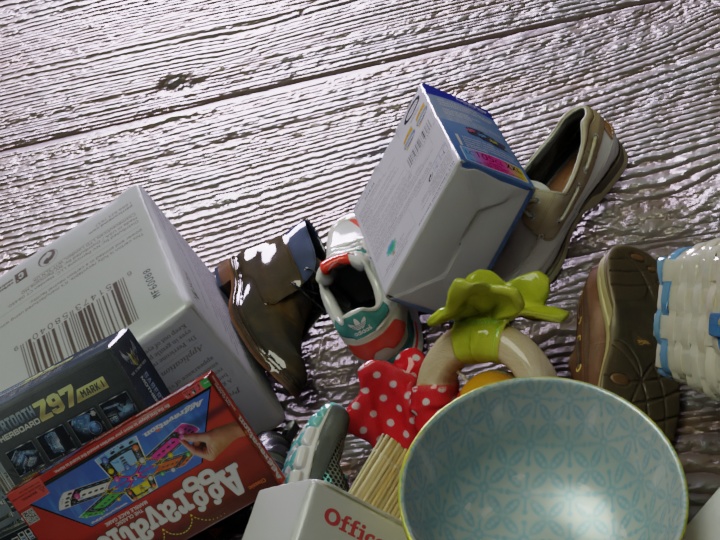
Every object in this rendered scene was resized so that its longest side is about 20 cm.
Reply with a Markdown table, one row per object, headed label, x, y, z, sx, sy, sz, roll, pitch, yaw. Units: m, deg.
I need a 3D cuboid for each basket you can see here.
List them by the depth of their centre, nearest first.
| label | x | y | z | sx | sy | sz | roll | pitch | yaw |
| --- | --- | --- | --- | --- | --- | --- | --- | --- | --- |
| basket | 0.317 | 0.035 | 1.433 | 0.200 | 0.176 | 0.140 | -5 | 86 | 56 |

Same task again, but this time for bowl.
| label | x | y | z | sx | sy | sz | roll | pitch | yaw |
| --- | --- | --- | --- | --- | --- | --- | --- | --- | --- |
| bowl | 0.127 | 0.184 | 1.455 | 0.199 | 0.108 | 0.201 | -1 | 51 | 2 |

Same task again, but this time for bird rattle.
| label | x | y | z | sx | sy | sz | roll | pitch | yaw |
| --- | --- | --- | --- | --- | --- | --- | --- | --- | --- |
| bird rattle | 0.081 | 0.096 | 1.588 | 0.163 | 0.113 | 0.200 | 50 | 115 | 25 |

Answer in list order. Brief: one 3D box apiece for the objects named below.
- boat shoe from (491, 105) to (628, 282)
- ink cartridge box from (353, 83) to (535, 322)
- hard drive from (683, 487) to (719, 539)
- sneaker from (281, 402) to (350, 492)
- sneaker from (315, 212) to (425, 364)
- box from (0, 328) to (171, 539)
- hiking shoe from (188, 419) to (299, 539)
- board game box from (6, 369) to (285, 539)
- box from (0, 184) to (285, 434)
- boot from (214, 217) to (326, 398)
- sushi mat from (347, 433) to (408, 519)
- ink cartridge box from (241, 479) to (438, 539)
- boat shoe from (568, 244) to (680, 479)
| label | x | y | z | sx | sy | sz | roll | pitch | yaw |
| --- | --- | --- | --- | --- | --- | --- | --- | --- | --- |
| boat shoe | 0.146 | -0.051 | 1.725 | 0.075 | 0.068 | 0.200 | 17 | 64 | 42 |
| ink cartridge box | 0.064 | -0.066 | 1.736 | 0.137 | 0.076 | 0.200 | -61 | 23 | 19 |
| hard drive | 0.277 | 0.202 | 1.415 | 0.200 | 0.027 | 0.132 | -47 | 40 | -11 |
| sneaker | -0.025 | 0.202 | 1.587 | 0.078 | 0.091 | 0.201 | 124 | 160 | -68 |
| sneaker | 0.000 | 0.000 | 1.764 | 0.070 | 0.093 | 0.200 | -27 | 41 | 12 |
| box | -0.229 | 0.158 | 1.632 | 0.200 | 0.158 | 0.051 | -28 | 11 | 19 |
| hiking shoe | -0.132 | 0.194 | 1.705 | 0.200 | 0.076 | 0.101 | -26 | 19 | 20 |
| board game box | -0.166 | 0.167 | 1.584 | 0.200 | 0.103 | 0.019 | -31 | 10 | 20 |
| box | -0.207 | 0.077 | 1.781 | 0.199 | 0.171 | 0.200 | -33 | 39 | 4 |
| boot | -0.061 | 0.026 | 1.800 | 0.097 | 0.075 | 0.200 | -37 | 37 | 5 |
| sushi mat | 0.006 | 0.228 | 1.545 | 0.200 | 0.096 | 0.012 | -58 | 17 | -24 |
| ink cartridge box | -0.026 | 0.268 | 1.453 | 0.087 | 0.145 | 0.201 | -17 | 48 | 55 |
| boat shoe | 0.197 | 0.079 | 1.572 | 0.068 | 0.072 | 0.201 | -44 | 33 | 49 |
